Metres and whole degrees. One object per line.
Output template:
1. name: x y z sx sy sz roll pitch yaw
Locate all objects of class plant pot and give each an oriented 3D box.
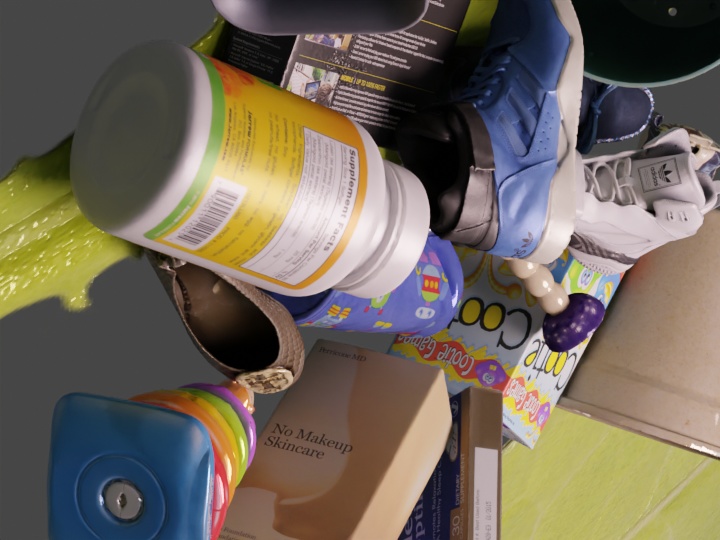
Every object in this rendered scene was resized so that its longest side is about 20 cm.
1. plant pot: 0.211 -0.230 1.663 0.201 0.200 0.161 -70 165 11
2. plant pot: 0.249 0.042 1.875 0.200 0.200 0.184 22 85 -63

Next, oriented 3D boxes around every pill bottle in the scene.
1. pill bottle: -0.057 -0.049 1.355 0.200 0.111 0.111 21 95 -41

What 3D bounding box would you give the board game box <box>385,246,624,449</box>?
1. board game box: 0.121 0.015 1.793 0.201 0.103 0.105 -61 152 -7

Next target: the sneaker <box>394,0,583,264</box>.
1. sneaker: 0.080 -0.109 1.536 0.111 0.077 0.201 10 73 -27

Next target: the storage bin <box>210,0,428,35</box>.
1. storage bin: -0.036 -0.243 1.294 0.200 0.145 0.135 71 23 -53

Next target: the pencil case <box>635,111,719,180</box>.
1. pencil case: 0.237 -0.028 1.987 0.201 0.078 0.089 -66 170 3

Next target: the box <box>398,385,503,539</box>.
1. box: 0.051 0.168 1.741 0.200 0.032 0.122 141 -46 -64

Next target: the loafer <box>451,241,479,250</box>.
1. loafer: 0.112 -0.105 1.744 0.072 0.063 0.200 38 73 -25

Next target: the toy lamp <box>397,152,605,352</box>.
1. toy lamp: 0.096 -0.030 1.670 0.200 0.058 0.058 47 66 -22

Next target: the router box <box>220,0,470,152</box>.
1. router box: -0.003 -0.158 1.489 0.200 0.051 0.150 8 104 -62

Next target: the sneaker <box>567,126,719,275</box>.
1. sneaker: 0.164 -0.062 1.630 0.200 0.115 0.075 24 51 -45

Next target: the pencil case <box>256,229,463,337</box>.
1. pencil case: 0.000 0.000 1.596 0.200 0.078 0.087 7 107 -61

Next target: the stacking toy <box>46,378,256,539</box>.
1. stacking toy: -0.109 0.112 1.500 0.200 0.109 0.117 -38 136 -65

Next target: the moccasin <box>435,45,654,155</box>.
1. moccasin: 0.134 -0.114 1.674 0.199 0.068 0.081 -1 104 -34

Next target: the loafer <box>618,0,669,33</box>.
1. loafer: 0.216 -0.223 1.794 0.071 0.073 0.201 12 102 -60

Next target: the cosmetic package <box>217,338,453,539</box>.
1. cosmetic package: -0.022 0.147 1.611 0.071 0.105 0.200 81 29 -44

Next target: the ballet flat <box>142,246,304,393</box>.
1. ballet flat: -0.086 0.023 1.462 0.200 0.067 0.047 65 14 -48
